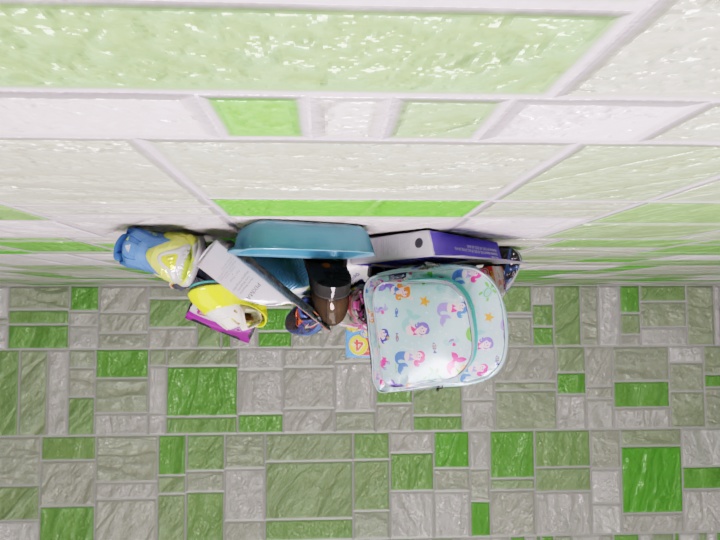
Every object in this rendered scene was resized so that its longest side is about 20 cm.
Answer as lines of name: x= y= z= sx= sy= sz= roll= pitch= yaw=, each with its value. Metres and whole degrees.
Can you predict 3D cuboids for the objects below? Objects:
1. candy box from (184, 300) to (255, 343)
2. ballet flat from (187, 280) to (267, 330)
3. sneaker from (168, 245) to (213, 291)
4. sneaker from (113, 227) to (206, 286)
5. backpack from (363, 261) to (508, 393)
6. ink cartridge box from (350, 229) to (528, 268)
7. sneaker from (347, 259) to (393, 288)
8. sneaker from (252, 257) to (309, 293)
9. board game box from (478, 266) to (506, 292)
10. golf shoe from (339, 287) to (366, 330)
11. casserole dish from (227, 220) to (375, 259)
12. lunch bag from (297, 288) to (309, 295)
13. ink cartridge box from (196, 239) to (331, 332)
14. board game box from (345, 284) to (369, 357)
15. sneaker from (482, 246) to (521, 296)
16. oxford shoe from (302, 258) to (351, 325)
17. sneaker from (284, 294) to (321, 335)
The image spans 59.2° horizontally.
candy box: x=-0.273 y=0.058 z=1.296 sx=0.134 sy=0.062 sz=0.200 roll=24 pitch=-166 yaw=-15
ballet flat: x=-0.196 y=0.060 z=0.987 sx=0.066 sy=0.068 sz=0.200 roll=-19 pitch=168 yaw=13
sneaker: x=-0.288 y=-0.002 z=1.084 sx=0.078 sy=0.080 sz=0.199 roll=-4 pitch=-179 yaw=-32
sneaker: x=-0.275 y=-0.028 z=0.872 sx=0.103 sy=0.077 sz=0.200 roll=19 pitch=174 yaw=-8
backpack: x=0.106 y=0.077 z=0.880 sx=0.196 sy=0.182 sz=0.151 roll=-5 pitch=-179 yaw=6
ink cartridge box: x=0.120 y=-0.028 z=0.949 sx=0.197 sy=0.044 sz=0.196 roll=-2 pitch=176 yaw=41
sneaker: x=0.000 y=0.000 z=1.112 sx=0.113 sy=0.082 sz=0.199 roll=2 pitch=175 yaw=0
sneaker: x=-0.157 y=0.004 z=1.090 sx=0.197 sy=0.078 sz=0.081 roll=8 pitch=161 yaw=34
board game box: x=0.130 y=0.032 z=1.034 sx=0.196 sy=0.047 sz=0.151 roll=-10 pitch=177 yaw=18
golf shoe: x=-0.001 y=0.067 z=1.127 sx=0.090 sy=0.074 sz=0.199 roll=-2 pitch=167 yaw=26
casserole dish: x=-0.074 y=-0.038 z=0.822 sx=0.196 sy=0.040 sz=0.121 roll=2 pitch=176 yaw=-25
lunch bag: x=-0.173 y=0.010 z=1.264 sx=0.158 sy=0.084 sz=0.199 roll=-3 pitch=176 yaw=32
ink cartridge box: x=-0.135 y=0.033 z=0.916 sx=0.200 sy=0.057 sz=0.163 roll=44 pitch=179 yaw=-5
board game box: x=0.068 y=0.067 z=1.234 sx=0.196 sy=0.200 sz=0.056 roll=-1 pitch=-179 yaw=10
sneaker: x=0.232 y=0.043 z=1.165 sx=0.201 sy=0.076 sz=0.077 roll=-52 pitch=162 yaw=23
oxford shoe: x=-0.051 y=0.015 z=0.932 sx=0.071 sy=0.086 sz=0.201 roll=1 pitch=-154 yaw=-3
sneaker: x=-0.097 y=0.077 z=1.242 sx=0.077 sy=0.077 sz=0.199 roll=6 pitch=156 yaw=-37
